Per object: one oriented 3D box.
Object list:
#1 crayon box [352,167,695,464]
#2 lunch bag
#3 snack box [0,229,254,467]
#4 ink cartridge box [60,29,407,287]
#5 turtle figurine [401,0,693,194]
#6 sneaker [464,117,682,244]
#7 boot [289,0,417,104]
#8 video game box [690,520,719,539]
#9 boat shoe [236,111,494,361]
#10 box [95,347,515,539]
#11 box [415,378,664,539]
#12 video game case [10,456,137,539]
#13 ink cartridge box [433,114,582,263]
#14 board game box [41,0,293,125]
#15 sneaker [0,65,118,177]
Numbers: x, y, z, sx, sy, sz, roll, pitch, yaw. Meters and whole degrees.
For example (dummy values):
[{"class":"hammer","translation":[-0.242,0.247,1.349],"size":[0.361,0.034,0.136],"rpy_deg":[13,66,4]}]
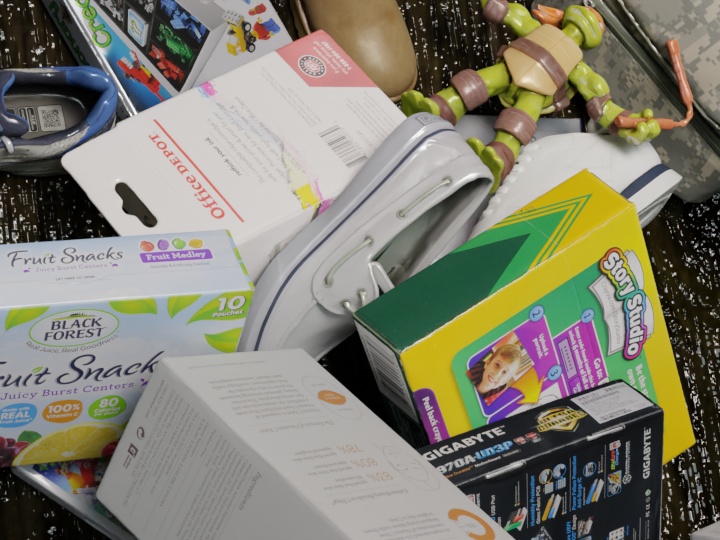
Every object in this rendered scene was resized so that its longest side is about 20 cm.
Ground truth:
[{"class":"crayon box","translation":[0.104,0.066,1.371],"size":[0.172,0.058,0.200],"rpy_deg":[-32,129,-16]},{"class":"lunch bag","translation":[0.236,-0.170,1.495],"size":[0.200,0.168,0.139],"rpy_deg":[51,48,-1]},{"class":"snack box","translation":[-0.172,0.047,1.269],"size":[0.200,0.142,0.053],"rpy_deg":[-5,48,-23]},{"class":"ink cartridge box","translation":[-0.072,-0.054,1.380],"size":[0.200,0.068,0.116],"rpy_deg":[-27,60,-27]},{"class":"turtle figurine","translation":[0.099,-0.130,1.433],"size":[0.200,0.064,0.161],"rpy_deg":[47,63,5]},{"class":"sneaker","translation":[0.110,-0.034,1.434],"size":[0.200,0.076,0.081],"rpy_deg":[-30,76,-32]},{"class":"boot","translation":[0.009,-0.205,1.402],"size":[0.066,0.200,0.175],"rpy_deg":[-31,88,-25]},{"class":"video game box","translation":[0.295,0.234,1.436],"size":[0.182,0.047,0.200],"rpy_deg":[-16,102,-36]},{"class":"boat shoe","translation":[0.000,0.000,1.343],"size":[0.067,0.200,0.074],"rpy_deg":[43,14,34]},{"class":"box","translation":[-0.027,0.140,1.245],"size":[0.200,0.098,0.124],"rpy_deg":[40,24,31]},{"class":"box","translation":[0.105,0.180,1.361],"size":[0.159,0.046,0.200],"rpy_deg":[-17,122,-26]},{"class":"video game case","translation":[-0.092,0.117,1.373],"size":[0.200,0.018,0.143],"rpy_deg":[36,66,-10]},{"class":"ink cartridge box","translation":[0.108,-0.004,1.478],"size":[0.200,0.043,0.197],"rpy_deg":[-1,75,-22]},{"class":"board game box","translation":[-0.143,-0.196,1.428],"size":[0.126,0.035,0.200],"rpy_deg":[-29,88,-27]},{"class":"sneaker","translation":[-0.233,-0.087,1.333],"size":[0.200,0.085,0.077],"rpy_deg":[-18,83,-25]}]
